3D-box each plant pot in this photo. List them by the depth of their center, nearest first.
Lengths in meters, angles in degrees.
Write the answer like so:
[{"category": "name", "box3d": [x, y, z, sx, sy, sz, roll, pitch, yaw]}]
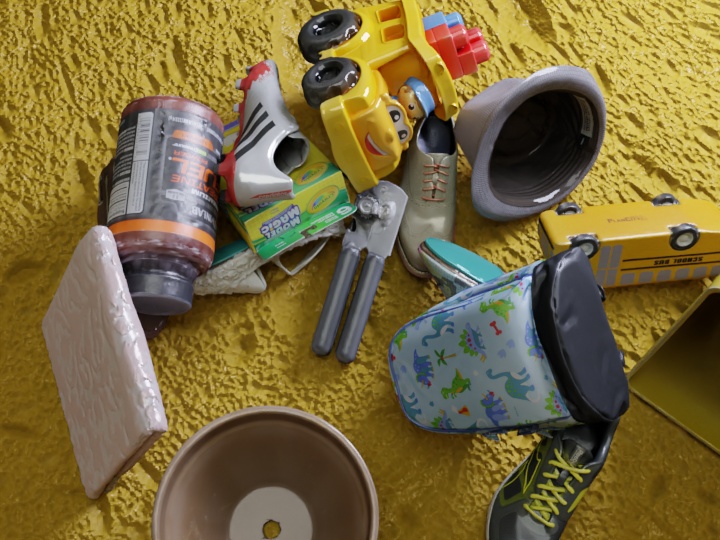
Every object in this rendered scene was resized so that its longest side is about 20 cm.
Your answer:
[{"category": "plant pot", "box3d": [-0.085, 0.233, 0.821, 0.199, 0.093, 0.202, 1, 68, -3]}, {"category": "plant pot", "box3d": [0.414, 0.068, 0.866, 0.200, 0.200, 0.176, 36, 58, 13]}]

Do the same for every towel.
[{"category": "towel", "box3d": [-0.242, 0.091, 0.832, 0.032, 0.191, 0.201, -7, 64, -36]}]

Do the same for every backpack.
[{"category": "backpack", "box3d": [0.124, 0.083, 0.841, 0.153, 0.199, 0.164, -18, 93, -41]}]

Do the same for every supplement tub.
[{"category": "supplement tub", "box3d": [-0.192, -0.061, 0.873, 0.106, 0.107, 0.201, 2, 72, -1]}]

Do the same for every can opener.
[{"category": "can opener", "box3d": [0.000, 0.000, 0.951, 0.053, 0.067, 0.201, 17, 81, 5]}]

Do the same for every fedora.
[{"category": "fedora", "box3d": [0.171, -0.148, 0.963, 0.199, 0.178, 0.090, -13, 37, -32]}]

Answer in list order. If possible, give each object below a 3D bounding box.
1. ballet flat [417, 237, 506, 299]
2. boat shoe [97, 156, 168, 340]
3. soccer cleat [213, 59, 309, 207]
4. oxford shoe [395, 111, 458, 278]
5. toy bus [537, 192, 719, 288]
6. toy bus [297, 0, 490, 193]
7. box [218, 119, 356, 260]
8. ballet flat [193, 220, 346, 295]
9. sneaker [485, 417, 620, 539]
[{"category": "ballet flat", "box3d": [0.145, 0.030, 0.925, 0.199, 0.071, 0.069, 19, 28, -4]}, {"category": "boat shoe", "box3d": [-0.245, -0.023, 0.945, 0.075, 0.075, 0.204, -12, 73, 34]}, {"category": "soccer cleat", "box3d": [-0.090, -0.142, 0.909, 0.085, 0.069, 0.201, 2, 48, 7]}, {"category": "oxford shoe", "box3d": [0.073, -0.092, 0.973, 0.070, 0.074, 0.201, 2, 68, -3]}, {"category": "toy bus", "box3d": [0.291, -0.029, 0.947, 0.199, 0.079, 0.065, -6, 40, -5]}, {"category": "toy bus", "box3d": [0.044, -0.201, 0.939, 0.191, 0.136, 0.201, -16, 44, 10]}, {"category": "box", "box3d": [-0.097, -0.096, 0.940, 0.117, 0.049, 0.200, -30, 47, -14]}, {"category": "ballet flat", "box3d": [-0.099, -0.015, 0.943, 0.199, 0.072, 0.072, -32, 72, -12]}, {"category": "sneaker", "box3d": [0.183, 0.195, 0.851, 0.074, 0.085, 0.201, 29, 69, 11]}]
